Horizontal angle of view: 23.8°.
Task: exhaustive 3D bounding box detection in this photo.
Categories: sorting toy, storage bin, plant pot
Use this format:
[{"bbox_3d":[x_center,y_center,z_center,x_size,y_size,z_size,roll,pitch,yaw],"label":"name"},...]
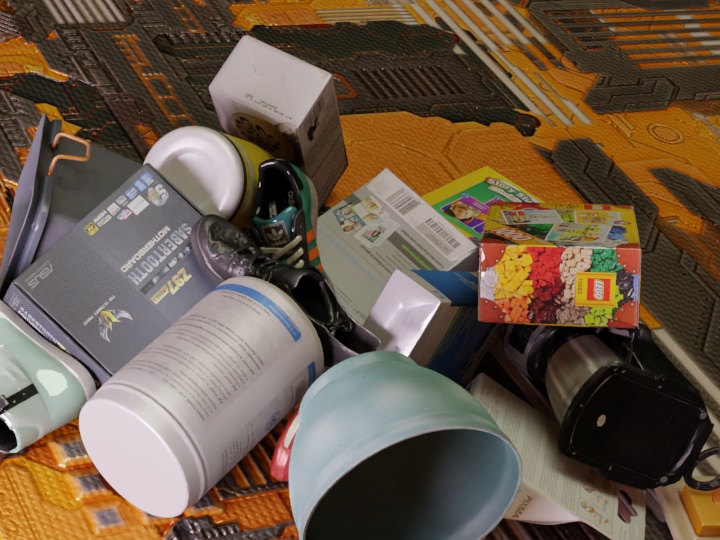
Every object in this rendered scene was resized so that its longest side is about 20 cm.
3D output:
[{"bbox_3d":[0.386,0.259,1.624,0.184,0.037,0.200,3,35,-17],"label":"sorting toy"},{"bbox_3d":[-0.280,-0.059,1.741,0.134,0.146,0.200,16,33,-17],"label":"storage bin"},{"bbox_3d":[0.022,0.156,1.470,0.199,0.201,0.134,-3,43,-25],"label":"plant pot"}]

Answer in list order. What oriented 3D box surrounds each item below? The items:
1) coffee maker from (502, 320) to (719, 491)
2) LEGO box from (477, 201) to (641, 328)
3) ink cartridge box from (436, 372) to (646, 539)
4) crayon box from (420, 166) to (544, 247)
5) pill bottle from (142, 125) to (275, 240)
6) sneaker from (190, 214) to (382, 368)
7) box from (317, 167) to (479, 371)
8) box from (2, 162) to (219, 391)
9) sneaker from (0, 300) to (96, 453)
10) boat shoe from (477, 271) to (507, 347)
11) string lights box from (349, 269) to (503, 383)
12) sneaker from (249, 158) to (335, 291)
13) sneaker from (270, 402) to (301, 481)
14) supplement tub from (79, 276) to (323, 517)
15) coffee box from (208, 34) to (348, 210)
[{"bbox_3d":[0.247,0.120,1.674,0.192,0.135,0.200,48,7,-27],"label":"coffee maker"},{"bbox_3d":[0.192,-0.009,1.645,0.148,0.078,0.200,2,14,6],"label":"LEGO box"},{"bbox_3d":[0.173,0.195,1.613,0.200,0.057,0.163,37,22,-4],"label":"ink cartridge box"},{"bbox_3d":[0.162,-0.026,1.926,0.200,0.059,0.172,35,37,26],"label":"crayon box"},{"bbox_3d":[-0.143,-0.084,1.788,0.112,0.112,0.200,27,5,17],"label":"pill bottle"},{"bbox_3d":[-0.072,0.015,1.590,0.060,0.104,0.200,-33,86,-40],"label":"sneaker"},{"bbox_3d":[0.000,0.000,1.764,0.200,0.041,0.156,-36,54,-18],"label":"box"},{"bbox_3d":[-0.213,0.015,1.617,0.158,0.051,0.200,44,56,0],"label":"box"},{"bbox_3d":[-0.351,0.089,1.545,0.200,0.074,0.118,28,39,21],"label":"sneaker"},{"bbox_3d":[0.137,0.042,1.804,0.199,0.067,0.074,27,55,9],"label":"boat shoe"},{"bbox_3d":[0.073,0.057,1.665,0.059,0.103,0.200,36,14,22],"label":"string lights box"},{"bbox_3d":[-0.075,-0.016,1.694,0.071,0.080,0.201,-16,68,16],"label":"sneaker"},{"bbox_3d":[0.011,0.156,1.588,0.115,0.079,0.200,29,37,22],"label":"sneaker"},{"bbox_3d":[-0.138,0.108,1.518,0.132,0.132,0.200,31,49,22],"label":"supplement tub"},{"bbox_3d":[-0.086,-0.157,1.884,0.113,0.200,0.080,26,70,16],"label":"coffee box"}]
